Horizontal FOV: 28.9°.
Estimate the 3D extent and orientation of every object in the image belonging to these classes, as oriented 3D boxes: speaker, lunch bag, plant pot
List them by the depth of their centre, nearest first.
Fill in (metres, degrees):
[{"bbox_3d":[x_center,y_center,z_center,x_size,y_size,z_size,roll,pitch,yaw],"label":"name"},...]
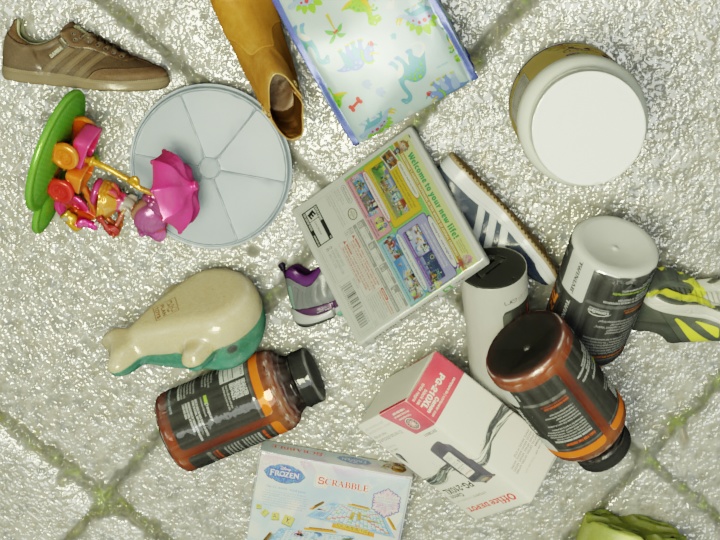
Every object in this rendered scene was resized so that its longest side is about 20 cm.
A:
[{"bbox_3d":[0.014,-0.275,1.593,0.169,0.128,0.201,-29,112,9],"label":"lunch bag"},{"bbox_3d":[0.164,0.071,1.669,0.081,0.081,0.201,-6,128,3],"label":"speaker"},{"bbox_3d":[0.327,0.405,1.747,0.199,0.200,0.186,11,93,-1],"label":"plant pot"}]

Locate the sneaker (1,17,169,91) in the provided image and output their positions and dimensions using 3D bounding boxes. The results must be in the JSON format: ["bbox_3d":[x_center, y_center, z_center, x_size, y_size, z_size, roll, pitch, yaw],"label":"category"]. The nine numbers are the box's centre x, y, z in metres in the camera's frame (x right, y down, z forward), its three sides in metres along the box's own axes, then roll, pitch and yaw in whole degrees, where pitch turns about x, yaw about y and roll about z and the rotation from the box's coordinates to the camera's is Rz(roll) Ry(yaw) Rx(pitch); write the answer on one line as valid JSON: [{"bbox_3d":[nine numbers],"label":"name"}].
[{"bbox_3d":[-0.322,-0.252,1.638,0.198,0.070,0.076,4,100,-1],"label":"sneaker"}]

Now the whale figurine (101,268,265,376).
[{"bbox_3d":[-0.208,0.081,1.688,0.199,0.159,0.104,-23,127,-5],"label":"whale figurine"}]

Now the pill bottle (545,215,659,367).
[{"bbox_3d":[0.276,0.041,1.655,0.105,0.107,0.201,10,133,-1],"label":"pill bottle"}]

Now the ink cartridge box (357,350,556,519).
[{"bbox_3d":[0.119,0.204,1.703,0.200,0.145,0.085,38,61,-8],"label":"ink cartridge box"}]

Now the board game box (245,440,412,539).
[{"bbox_3d":[-0.046,0.332,1.799,0.198,0.041,0.201,11,105,-1],"label":"board game box"}]

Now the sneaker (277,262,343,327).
[{"bbox_3d":[0.000,0.000,1.696,0.199,0.074,0.088,-19,99,7],"label":"sneaker"}]

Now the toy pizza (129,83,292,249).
[{"bbox_3d":[-0.179,-0.125,1.685,0.198,0.032,0.202,1,104,5],"label":"toy pizza"}]

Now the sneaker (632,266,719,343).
[{"bbox_3d":[0.412,0.053,1.707,0.199,0.075,0.085,18,140,-14],"label":"sneaker"}]

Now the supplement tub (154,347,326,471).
[{"bbox_3d":[-0.145,0.165,1.725,0.199,0.107,0.108,-22,103,7],"label":"supplement tub"}]

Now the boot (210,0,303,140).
[{"bbox_3d":[-0.110,-0.254,1.565,0.070,0.144,0.202,-23,125,-2],"label":"boot"}]

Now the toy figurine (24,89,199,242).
[{"bbox_3d":[-0.279,-0.088,1.634,0.183,0.151,0.201,22,133,1],"label":"toy figurine"}]

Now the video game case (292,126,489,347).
[{"bbox_3d":[0.032,-0.040,1.645,0.182,0.022,0.201,-34,63,14],"label":"video game case"}]

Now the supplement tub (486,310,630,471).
[{"bbox_3d":[0.235,0.146,1.606,0.107,0.107,0.200,-34,121,10],"label":"supplement tub"}]

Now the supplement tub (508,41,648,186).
[{"bbox_3d":[0.244,-0.176,1.574,0.144,0.200,0.147,0,105,1],"label":"supplement tub"}]

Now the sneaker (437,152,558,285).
[{"bbox_3d":[0.140,-0.035,1.682,0.108,0.070,0.200,-43,97,10],"label":"sneaker"}]
